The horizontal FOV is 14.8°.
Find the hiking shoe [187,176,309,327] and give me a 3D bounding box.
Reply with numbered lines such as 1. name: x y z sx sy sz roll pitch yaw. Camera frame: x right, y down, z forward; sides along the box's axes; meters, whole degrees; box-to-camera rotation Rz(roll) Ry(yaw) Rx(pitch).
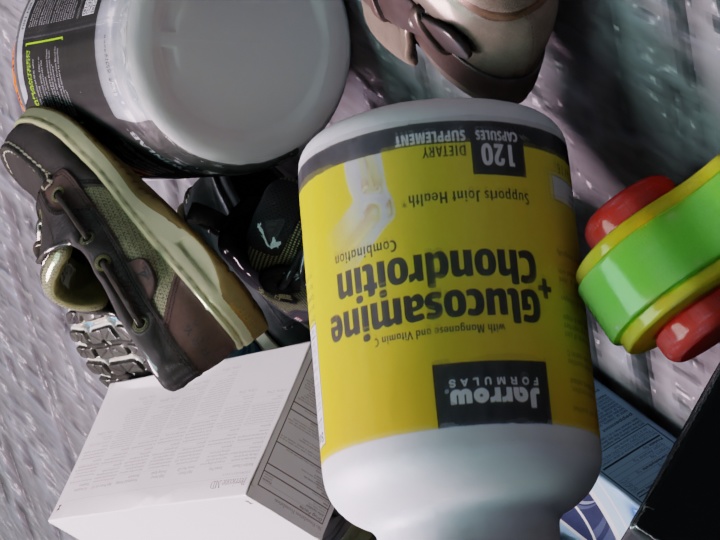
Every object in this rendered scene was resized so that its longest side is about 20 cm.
1. hiking shoe: 0.000 0.000 1.250 0.100 0.076 0.200 22 169 -33

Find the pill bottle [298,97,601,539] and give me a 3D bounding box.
1. pill bottle: 0.037 0.041 1.107 0.112 0.112 0.201 133 134 -67

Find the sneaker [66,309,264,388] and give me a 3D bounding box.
1. sneaker: -0.073 0.042 1.462 0.078 0.090 0.200 3 149 49

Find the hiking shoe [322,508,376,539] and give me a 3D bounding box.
1. hiking shoe: 0.009 0.119 1.383 0.101 0.076 0.200 49 -161 -12

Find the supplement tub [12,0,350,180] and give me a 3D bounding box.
1. supplement tub: -0.096 -0.105 1.357 0.200 0.122 0.123 3 119 65

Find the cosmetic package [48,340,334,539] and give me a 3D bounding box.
1. cosmetic package: -0.073 0.091 1.341 0.051 0.083 0.200 36 156 -24

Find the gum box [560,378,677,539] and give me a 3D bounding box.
1. gum box: 0.118 0.133 1.275 0.200 0.044 0.170 38 149 47

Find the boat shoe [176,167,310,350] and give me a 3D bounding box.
1. boat shoe: -0.021 0.000 1.397 0.199 0.074 0.066 46 125 41

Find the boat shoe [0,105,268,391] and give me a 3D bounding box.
1. boat shoe: -0.122 -0.011 1.292 0.201 0.066 0.072 38 163 42

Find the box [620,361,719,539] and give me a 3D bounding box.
1. box: 0.140 0.099 1.039 0.079 0.141 0.200 32 152 8

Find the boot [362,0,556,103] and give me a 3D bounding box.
1. boot: 0.007 -0.158 1.130 0.200 0.070 0.146 50 162 35

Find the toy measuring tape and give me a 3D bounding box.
1. toy measuring tape: 0.126 -0.015 1.047 0.074 0.073 0.200 55 158 14
